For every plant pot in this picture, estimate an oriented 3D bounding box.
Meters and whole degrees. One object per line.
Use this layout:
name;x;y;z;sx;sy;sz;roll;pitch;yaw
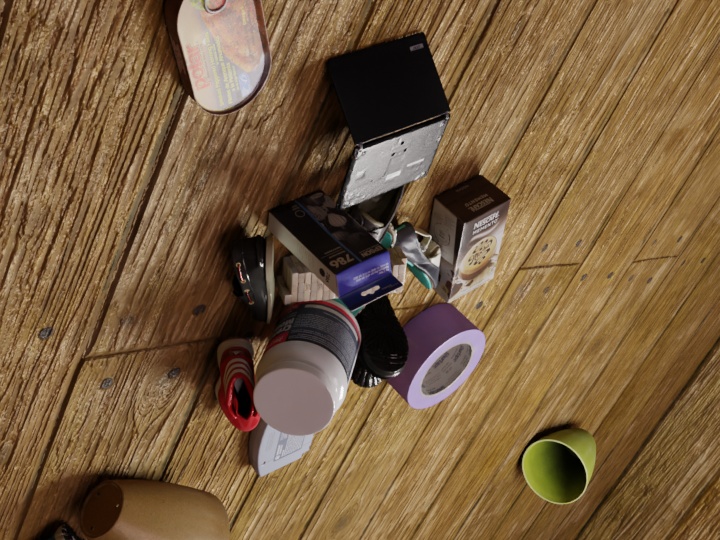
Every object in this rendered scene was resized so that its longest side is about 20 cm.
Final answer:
plant pot;-0.342;0.411;1.654;0.186;0.186;0.200;-47;136;2
plant pot;0.571;0.514;2.872;0.200;0.187;0.187;-27;147;-54

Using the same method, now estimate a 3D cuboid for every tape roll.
tape roll;0.142;0.167;2.020;0.200;0.085;0.200;-30;145;-24

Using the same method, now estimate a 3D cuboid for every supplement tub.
supplement tub;-0.081;0.143;1.594;0.200;0.140;0.141;-71;-176;-59

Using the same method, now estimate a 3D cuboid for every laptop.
laptop;0.028;-0.207;1.463;0.177;0.103;0.200;-24;151;-32

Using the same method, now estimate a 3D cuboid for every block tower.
block tower;-0.026;0.006;1.595;0.199;0.054;0.058;-7;124;-18

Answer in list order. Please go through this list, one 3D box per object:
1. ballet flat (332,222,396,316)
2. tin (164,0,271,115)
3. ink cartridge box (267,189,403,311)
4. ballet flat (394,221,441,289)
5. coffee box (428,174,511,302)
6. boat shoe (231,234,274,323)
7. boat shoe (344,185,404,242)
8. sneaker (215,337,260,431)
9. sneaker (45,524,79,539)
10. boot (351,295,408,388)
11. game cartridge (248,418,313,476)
ballet flat;0.000;0.000;1.677;0.076;0.064;0.200;26;112;-16
tin;-0.164;-0.268;1.199;0.112;0.042;0.200;-37;148;-23
ink cartridge box;-0.035;-0.032;1.467;0.099;0.200;0.039;-26;144;-32
ballet flat;0.101;-0.029;1.764;0.073;0.073;0.200;-46;147;0
coffee box;0.183;-0.054;1.818;0.113;0.080;0.200;-27;144;-27
boat shoe;-0.155;0.014;1.515;0.063;0.074;0.202;-1;150;-3
boat shoe;0.006;-0.071;1.544;0.201;0.072;0.066;-61;-167;-15
sneaker;-0.191;0.211;1.625;0.078;0.116;0.200;-8;132;-1
sneaker;-0.472;0.481;1.670;0.089;0.079;0.200;-28;139;-9
boot;0.018;0.147;1.749;0.079;0.211;0.158;7;125;-13
game cartridge;-0.136;0.280;1.866;0.133;0.040;0.200;-23;142;-39
